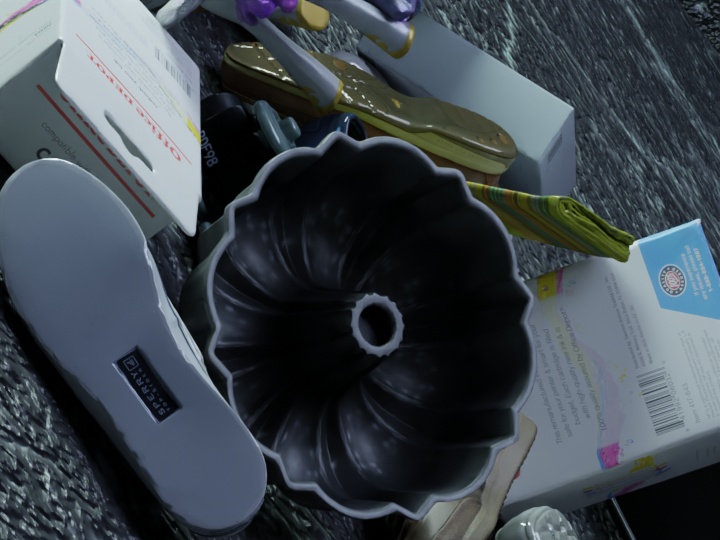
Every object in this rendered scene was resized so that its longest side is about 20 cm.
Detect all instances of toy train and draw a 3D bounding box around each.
[{"bbox_3d":[-0.041,-0.007,1.621,0.201,0.085,0.114,63,5,29],"label":"toy train"}]

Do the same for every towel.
[{"bbox_3d":[0.066,-0.045,1.734,0.199,0.018,0.086,15,-12,40],"label":"towel"}]

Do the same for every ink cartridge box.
[{"bbox_3d":[-0.142,-0.084,1.484,0.117,0.067,0.200,49,16,-24],"label":"ink cartridge box"},{"bbox_3d":[0.136,0.072,1.765,0.125,0.199,0.129,58,14,-76],"label":"ink cartridge box"}]

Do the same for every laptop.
[{"bbox_3d":[0.251,0.178,2.041,0.200,0.116,0.188,30,30,-57],"label":"laptop"}]

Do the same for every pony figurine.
[{"bbox_3d":[-0.066,-0.179,1.645,0.199,0.193,0.167,25,65,-18],"label":"pony figurine"}]

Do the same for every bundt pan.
[{"bbox_3d":[-0.009,0.034,1.485,0.201,0.076,0.203,7,76,-30],"label":"bundt pan"}]

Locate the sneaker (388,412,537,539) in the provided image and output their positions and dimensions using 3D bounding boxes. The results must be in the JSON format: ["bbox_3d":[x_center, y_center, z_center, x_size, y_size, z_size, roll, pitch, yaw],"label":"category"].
[{"bbox_3d":[0.039,0.133,1.602,0.075,0.071,0.200,26,30,4],"label":"sneaker"}]

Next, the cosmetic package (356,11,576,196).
[{"bbox_3d":[0.077,-0.107,2.009,0.150,0.052,0.200,31,-9,10],"label":"cosmetic package"}]

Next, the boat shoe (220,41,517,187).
[{"bbox_3d":[-0.001,-0.087,1.842,0.199,0.068,0.072,21,22,-8],"label":"boat shoe"}]

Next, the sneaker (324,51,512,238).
[{"bbox_3d":[0.027,-0.054,1.943,0.200,0.078,0.100,38,29,-26],"label":"sneaker"}]

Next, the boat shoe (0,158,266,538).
[{"bbox_3d":[-0.109,0.040,1.357,0.200,0.071,0.070,55,-12,9],"label":"boat shoe"}]

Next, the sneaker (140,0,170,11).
[{"bbox_3d":[-0.106,-0.258,1.720,0.071,0.200,0.112,37,3,39],"label":"sneaker"}]

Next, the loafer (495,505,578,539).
[{"bbox_3d":[0.096,0.180,1.606,0.200,0.069,0.070,56,17,-69],"label":"loafer"}]

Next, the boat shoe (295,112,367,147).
[{"bbox_3d":[0.000,0.000,1.698,0.084,0.068,0.201,-7,71,-60],"label":"boat shoe"}]

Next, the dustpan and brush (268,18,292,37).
[{"bbox_3d":[-0.095,-0.225,1.891,0.139,0.057,0.201,36,-28,49],"label":"dustpan and brush"}]
